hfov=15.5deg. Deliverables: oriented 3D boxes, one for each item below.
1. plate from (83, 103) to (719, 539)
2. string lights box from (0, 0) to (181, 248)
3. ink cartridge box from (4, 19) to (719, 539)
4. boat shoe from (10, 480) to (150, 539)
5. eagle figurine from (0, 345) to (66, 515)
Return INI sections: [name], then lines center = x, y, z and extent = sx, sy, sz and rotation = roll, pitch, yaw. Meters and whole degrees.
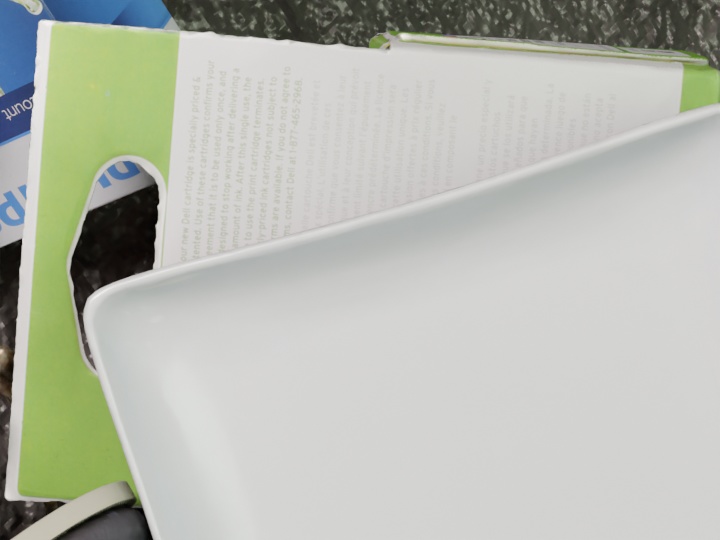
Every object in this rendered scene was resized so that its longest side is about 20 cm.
[plate]
center = 0.042, 0.071, 0.756
extent = 0.199, 0.032, 0.200
rotation = -17, 99, 0
[string lights box]
center = -0.142, -0.106, 0.824
extent = 0.200, 0.103, 0.059
rotation = 57, 33, -19
[ink cartridge box]
center = 0.000, 0.000, 0.799
extent = 0.199, 0.076, 0.149
rotation = 5, 97, -2
[boat shoe]
center = -0.118, 0.132, 0.702
extent = 0.063, 0.073, 0.200
rotation = 48, 52, 2
[eagle figurine]
center = -0.101, 0.143, 0.842
extent = 0.151, 0.151, 0.201
rotation = 21, 65, -44
